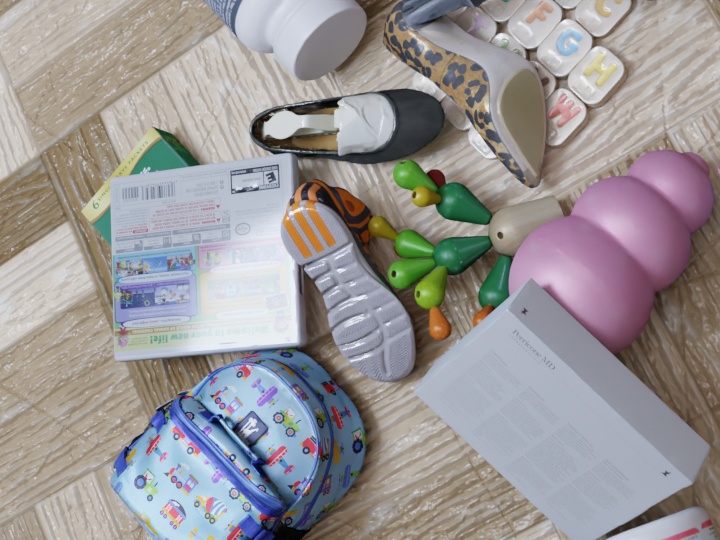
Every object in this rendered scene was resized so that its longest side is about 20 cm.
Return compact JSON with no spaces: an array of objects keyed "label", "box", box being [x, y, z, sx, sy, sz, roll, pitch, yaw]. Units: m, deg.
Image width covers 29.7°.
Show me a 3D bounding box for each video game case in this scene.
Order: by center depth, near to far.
[{"label":"video game case","box":[-0.149,-0.010,1.305,0.199,0.022,0.183,-6,81,20]}]

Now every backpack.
[{"label":"backpack","box":[-0.104,0.171,1.256,0.200,0.134,0.183,-45,71,10]}]

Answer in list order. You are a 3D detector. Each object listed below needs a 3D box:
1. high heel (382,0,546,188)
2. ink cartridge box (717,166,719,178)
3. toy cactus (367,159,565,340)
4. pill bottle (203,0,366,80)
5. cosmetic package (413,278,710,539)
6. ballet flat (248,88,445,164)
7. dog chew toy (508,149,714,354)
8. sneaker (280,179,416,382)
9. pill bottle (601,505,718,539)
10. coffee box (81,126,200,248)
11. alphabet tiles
[{"label":"high heel","box":[0.094,-0.162,1.248,0.142,0.071,0.201,-12,102,56]},{"label":"ink cartridge box","box":[0.406,-0.042,1.082,0.199,0.084,0.145,-19,77,20]},{"label":"toy cactus","box":[0.105,-0.015,1.220,0.164,0.102,0.201,-23,73,0]},{"label":"pill bottle","box":[-0.090,-0.280,1.303,0.120,0.120,0.200,-46,70,13]},{"label":"cosmetic package","box":[0.162,0.121,1.116,0.200,0.052,0.151,43,140,-1]},{"label":"ballet flat","box":[-0.020,-0.132,1.270,0.199,0.068,0.068,-4,88,32]},{"label":"dog chew toy","box":[0.219,-0.021,1.145,0.124,0.125,0.200,42,83,21]},{"label":"sneaker","box":[0.000,0.000,1.260,0.077,0.112,0.201,-20,111,17]},{"label":"pill bottle","box":[0.264,0.301,1.095,0.108,0.109,0.201,-25,75,19]},{"label":"coffee box","box":[-0.178,-0.034,1.355,0.123,0.044,0.200,-47,70,13]},{"label":"alphabet tiles","box":[0.145,-0.210,1.251,0.196,0.015,0.200,-47,69,12]}]
